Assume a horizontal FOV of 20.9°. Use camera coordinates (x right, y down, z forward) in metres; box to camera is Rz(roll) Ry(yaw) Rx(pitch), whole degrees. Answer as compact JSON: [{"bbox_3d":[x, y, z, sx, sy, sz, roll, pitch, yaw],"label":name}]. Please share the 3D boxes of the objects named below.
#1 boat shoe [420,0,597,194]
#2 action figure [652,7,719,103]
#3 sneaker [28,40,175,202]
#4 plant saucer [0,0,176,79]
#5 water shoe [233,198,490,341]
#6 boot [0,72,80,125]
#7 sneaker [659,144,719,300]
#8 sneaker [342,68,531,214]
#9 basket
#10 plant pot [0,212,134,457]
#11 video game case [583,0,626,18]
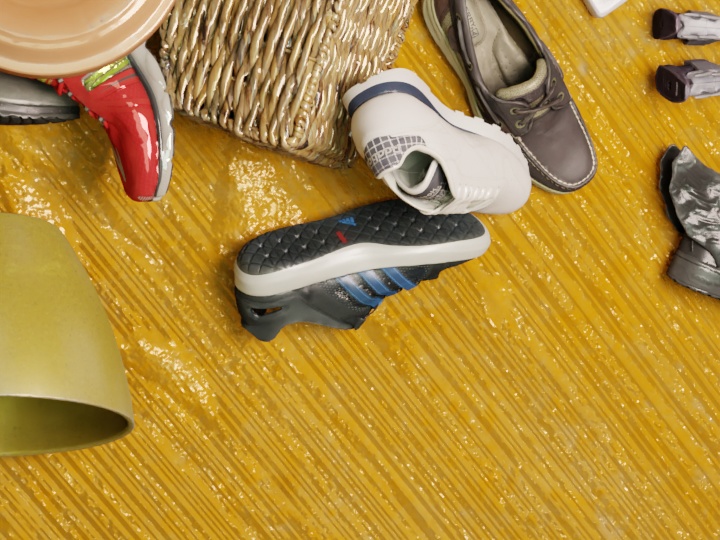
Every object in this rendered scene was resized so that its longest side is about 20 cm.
[{"bbox_3d":[0.116,-0.138,1.472,0.073,0.065,0.200,-40,105,-6],"label":"boat shoe"},{"bbox_3d":[0.327,-0.166,1.517,0.199,0.069,0.131,-3,93,-15],"label":"action figure"},{"bbox_3d":[-0.192,-0.138,1.371,0.085,0.077,0.201,-20,91,-28],"label":"sneaker"},{"bbox_3d":[-0.212,-0.231,1.315,0.199,0.032,0.202,0,87,-8],"label":"plant saucer"},{"bbox_3d":[0.000,0.000,1.475,0.199,0.072,0.079,-9,127,-13],"label":"water shoe"},{"bbox_3d":[-0.288,-0.176,1.379,0.199,0.068,0.132,9,87,-17],"label":"boot"},{"bbox_3d":[0.318,-0.021,1.537,0.199,0.060,0.105,18,98,-11],"label":"sneaker"},{"bbox_3d":[0.061,-0.071,1.424,0.076,0.081,0.200,-35,144,27],"label":"sneaker"},{"bbox_3d":[-0.054,-0.188,1.429,0.142,0.149,0.201,20,94,18],"label":"basket"},{"bbox_3d":[-0.259,0.042,1.365,0.199,0.200,0.143,1,73,-13],"label":"plant pot"},{"bbox_3d":[0.213,-0.324,1.492,0.200,0.023,0.183,-35,104,-5],"label":"video game case"}]
